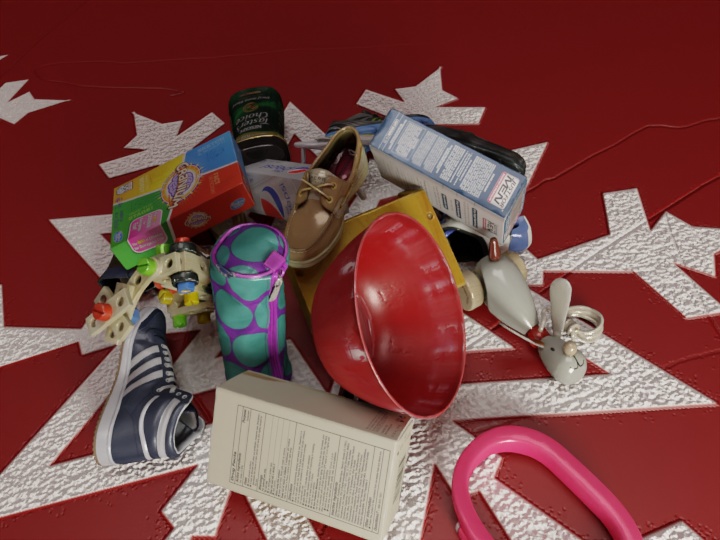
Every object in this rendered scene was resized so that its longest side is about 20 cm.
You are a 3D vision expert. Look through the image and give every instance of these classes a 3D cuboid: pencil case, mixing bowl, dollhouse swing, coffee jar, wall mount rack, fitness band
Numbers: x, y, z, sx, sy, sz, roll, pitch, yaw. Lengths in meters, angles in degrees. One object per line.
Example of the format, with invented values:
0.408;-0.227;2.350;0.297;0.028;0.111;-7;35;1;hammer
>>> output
-0.119;0.055;0.658;0.091;0.205;0.084;30;45;30;pencil case
0.018;0.053;0.612;0.106;0.201;0.204;-15;37;36;mixing bowl
0.000;0.000;0.788;0.195;0.176;0.187;-23;82;-14;dollhouse swing
-0.175;-0.227;1.003;0.100;0.087;0.204;-11;47;-3;coffee jar
0.002;-0.162;0.882;0.195;0.077;0.172;-13;21;-34;wall mount rack
0.176;0.244;0.564;0.141;0.038;0.200;-29;52;-22;fitness band

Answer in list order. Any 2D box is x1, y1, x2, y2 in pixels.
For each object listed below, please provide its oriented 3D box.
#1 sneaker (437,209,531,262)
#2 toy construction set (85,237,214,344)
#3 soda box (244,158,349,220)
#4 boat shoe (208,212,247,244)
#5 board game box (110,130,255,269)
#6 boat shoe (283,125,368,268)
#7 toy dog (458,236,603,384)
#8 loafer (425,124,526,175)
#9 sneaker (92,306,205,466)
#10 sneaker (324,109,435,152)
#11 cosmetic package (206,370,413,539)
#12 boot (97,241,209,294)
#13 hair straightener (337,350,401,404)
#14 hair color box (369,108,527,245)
0.138;-0.080;0.832;0.113;0.082;0.200;-26;51;-20;sneaker
-0.220;0.022;0.680;0.127;0.199;0.096;-16;88;20;toy construction set
-0.105;-0.116;0.843;0.067;0.066;0.197;-25;27;-36;soda box
-0.153;-0.021;0.810;0.065;0.075;0.201;-28;50;-14;boat shoe
-0.254;-0.104;0.827;0.195;0.041;0.155;-26;43;0;board game box
-0.046;-0.094;0.696;0.071;0.068;0.204;10;52;15;boat shoe
0.199;0.033;0.709;0.197;0.098;0.132;29;57;29;toy dog
0.144;-0.168;0.813;0.196;0.074;0.073;23;57;31;loafer
-0.232;0.131;0.693;0.104;0.071;0.205;-2;49;5;sneaker
0.032;-0.245;1.003;0.192;0.072;0.085;-5;50;5;sneaker
-0.052;0.181;0.591;0.193;0.109;0.071;13;9;18;cosmetic package
-0.283;0.005;0.823;0.195;0.076;0.099;13;59;32;boot
0.019;0.125;0.690;0.074;0.042;0.203;-2;41;19;hair straightener
0.112;-0.119;0.748;0.197;0.100;0.062;33;84;18;hair color box
